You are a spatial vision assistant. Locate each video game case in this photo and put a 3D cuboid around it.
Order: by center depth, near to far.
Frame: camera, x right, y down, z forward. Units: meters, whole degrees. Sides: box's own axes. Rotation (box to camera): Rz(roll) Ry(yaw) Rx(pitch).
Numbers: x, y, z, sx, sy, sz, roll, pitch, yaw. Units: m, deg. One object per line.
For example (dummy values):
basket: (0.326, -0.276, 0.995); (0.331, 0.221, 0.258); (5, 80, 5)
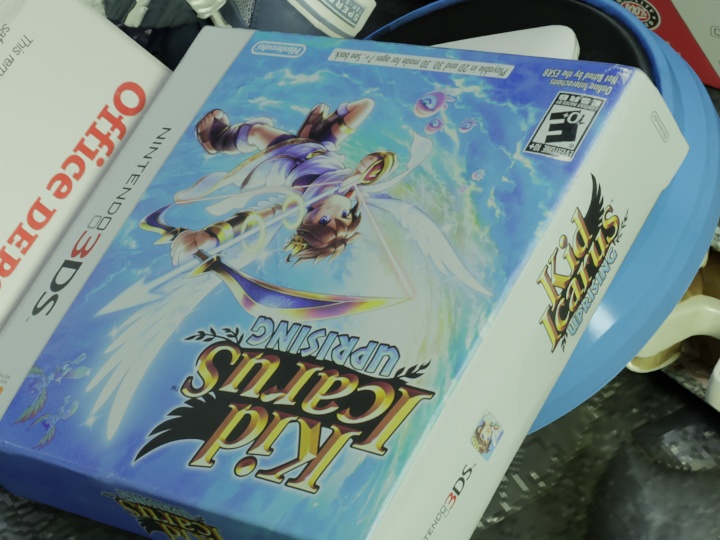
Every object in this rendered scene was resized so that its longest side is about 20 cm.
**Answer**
video game case: (-0.019, 0.006, 0.721); (0.199, 0.045, 0.182); (10, 61, 42)

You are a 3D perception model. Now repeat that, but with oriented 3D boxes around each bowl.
bowl: (0.032, -0.023, 0.795); (0.200, 0.039, 0.201); (-21, 43, 21)

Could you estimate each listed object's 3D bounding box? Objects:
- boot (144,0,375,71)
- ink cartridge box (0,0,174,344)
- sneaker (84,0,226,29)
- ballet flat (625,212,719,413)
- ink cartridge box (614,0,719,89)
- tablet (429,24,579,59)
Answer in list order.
boot: (-0.062, -0.122, 0.926); (0.090, 0.073, 0.200); (-47, 27, 10)
ink cartridge box: (-0.185, -0.063, 0.803); (0.200, 0.084, 0.146); (38, 67, -11)
sneaker: (-0.119, -0.189, 0.836); (0.079, 0.199, 0.130); (-41, 27, 30)
ballet flat: (0.129, 0.021, 0.763); (0.072, 0.072, 0.200); (-38, 55, -23)
ink cartridge box: (0.155, -0.164, 0.841); (0.146, 0.201, 0.083); (20, 55, 25)
tablet: (0.000, 0.000, 0.757); (0.130, 0.014, 0.201); (-8, 48, 32)
